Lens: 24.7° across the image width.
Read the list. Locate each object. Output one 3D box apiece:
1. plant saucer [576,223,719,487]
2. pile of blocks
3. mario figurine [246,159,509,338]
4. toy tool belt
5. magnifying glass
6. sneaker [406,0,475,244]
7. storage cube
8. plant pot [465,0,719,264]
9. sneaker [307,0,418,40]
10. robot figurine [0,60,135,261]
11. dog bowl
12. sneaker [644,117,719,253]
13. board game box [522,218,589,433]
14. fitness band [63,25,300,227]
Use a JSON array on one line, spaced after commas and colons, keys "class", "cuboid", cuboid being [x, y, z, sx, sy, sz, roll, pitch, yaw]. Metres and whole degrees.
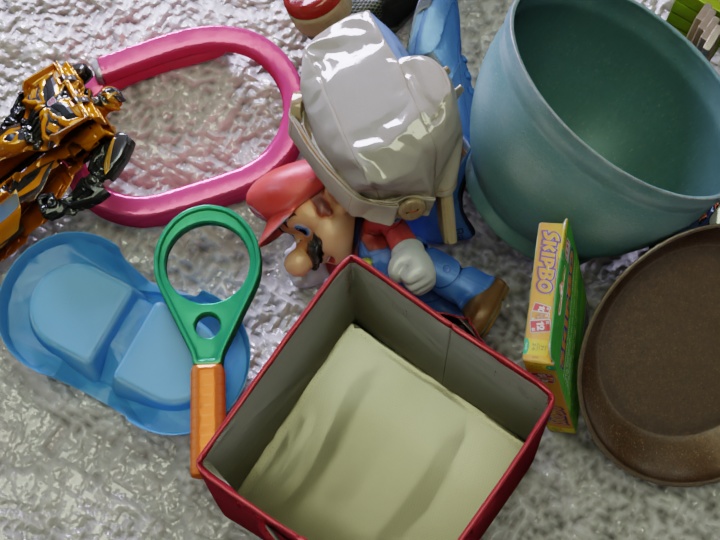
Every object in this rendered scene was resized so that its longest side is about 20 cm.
[{"class": "plant saucer", "cuboid": [0.241, 0.056, 1.170, 0.198, 0.037, 0.202, -6, 112, -14]}, {"class": "pile of blocks", "cuboid": [0.232, -0.162, 1.264, 0.062, 0.082, 0.201, 31, 76, 11]}, {"class": "mario figurine", "cuboid": [0.000, 0.000, 1.196, 0.199, 0.124, 0.106, 32, 33, -2]}, {"class": "toy tool belt", "cuboid": [0.011, -0.115, 1.167, 0.124, 0.123, 0.201, -30, 54, 3]}, {"class": "magnifying glass", "cuboid": [-0.110, 0.049, 1.187, 0.079, 0.022, 0.202, -2, 70, 0]}, {"class": "sneaker", "cuboid": [0.068, -0.120, 1.250, 0.078, 0.066, 0.202, 6, 88, 10]}, {"class": "storage cube", "cuboid": [0.014, 0.129, 1.124, 0.170, 0.180, 0.201, 34, 75, 12]}, {"class": "plant pot", "cuboid": [0.155, -0.088, 1.163, 0.199, 0.134, 0.201, 21, 43, -21]}, {"class": "sneaker", "cuboid": [0.039, -0.249, 1.283, 0.198, 0.114, 0.077, -25, 68, -5]}, {"class": "robot figurine", "cuboid": [-0.262, -0.076, 1.235, 0.200, 0.058, 0.145, -39, 52, 3]}, {"class": "dog bowl", "cuboid": [-0.173, 0.052, 1.223, 0.199, 0.050, 0.112, 26, 74, 10]}, {"class": "sneaker", "cuboid": [0.264, -0.045, 1.238, 0.078, 0.075, 0.202, 15, 80, -4]}, {"class": "board game box", "cuboid": [0.137, 0.041, 1.137, 0.030, 0.200, 0.096, 5, 71, 11]}, {"class": "fitness band", "cuboid": [-0.139, -0.114, 1.283, 0.198, 0.037, 0.145, -18, 72, -3]}]
